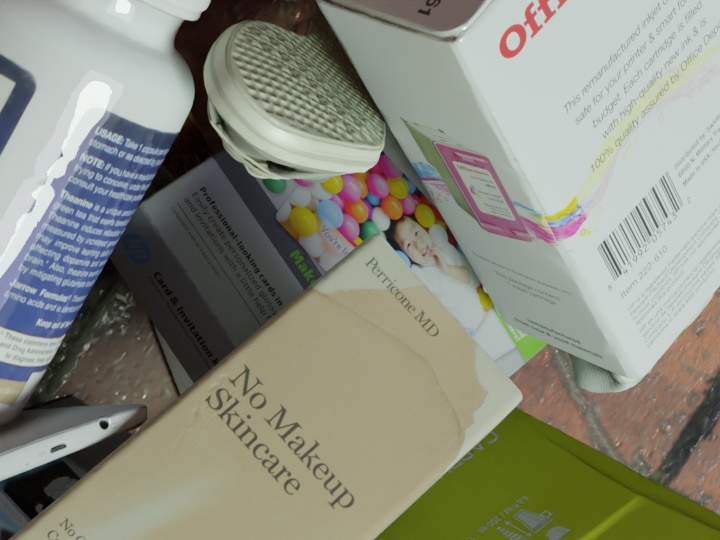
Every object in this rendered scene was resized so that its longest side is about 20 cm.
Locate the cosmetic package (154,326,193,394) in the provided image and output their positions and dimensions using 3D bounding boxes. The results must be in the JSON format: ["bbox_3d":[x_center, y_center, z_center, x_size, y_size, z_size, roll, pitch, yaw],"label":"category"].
[{"bbox_3d":[-0.021,0.090,1.262,0.074,0.102,0.200,-40,141,-20],"label":"cosmetic package"}]

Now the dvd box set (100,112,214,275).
[{"bbox_3d":[-0.149,-0.062,1.069,0.146,0.029,0.200,-43,141,-14],"label":"dvd box set"}]

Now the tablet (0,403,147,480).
[{"bbox_3d":[-0.185,0.076,1.021,0.130,0.200,0.014,-20,98,-37],"label":"tablet"}]

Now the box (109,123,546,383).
[{"bbox_3d":[0.000,0.000,1.150,0.041,0.156,0.200,-31,-176,46],"label":"box"}]

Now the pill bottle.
[{"bbox_3d":[-0.131,-0.051,0.978,0.111,0.111,0.200,19,104,-51],"label":"pill bottle"}]

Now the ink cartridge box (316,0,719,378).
[{"bbox_3d":[0.091,-0.080,1.043,0.145,0.085,0.200,-48,133,-18],"label":"ink cartridge box"}]

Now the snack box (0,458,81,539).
[{"bbox_3d":[-0.121,0.151,1.114,0.037,0.200,0.116,-23,137,-33],"label":"snack box"}]

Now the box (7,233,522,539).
[{"bbox_3d":[-0.042,0.086,1.010,0.200,0.095,0.078,-42,177,-27],"label":"box"}]

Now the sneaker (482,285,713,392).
[{"bbox_3d":[0.071,-0.030,1.151,0.200,0.075,0.081,45,57,-13],"label":"sneaker"}]

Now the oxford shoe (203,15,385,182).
[{"bbox_3d":[-0.030,-0.060,1.033,0.058,0.075,0.200,-41,-179,11],"label":"oxford shoe"}]

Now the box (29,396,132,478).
[{"bbox_3d":[-0.082,0.114,1.133,0.041,0.200,0.039,-16,122,-40],"label":"box"}]

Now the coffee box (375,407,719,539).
[{"bbox_3d":[0.064,0.210,1.189,0.200,0.200,0.198,-33,136,-34],"label":"coffee box"}]
